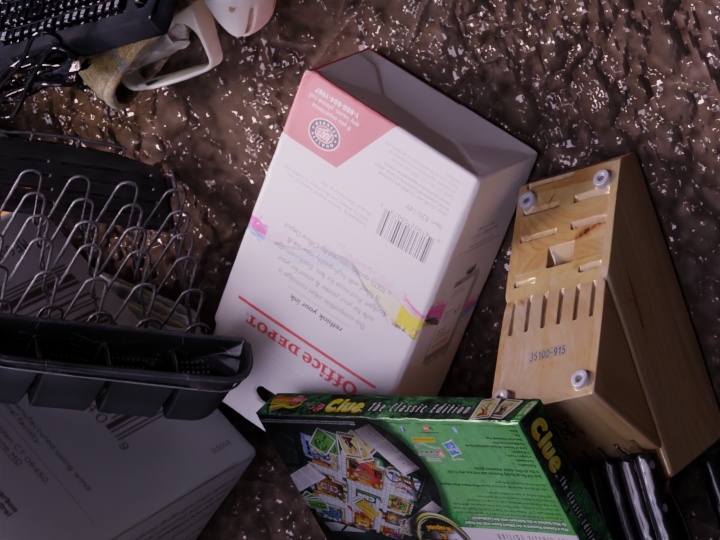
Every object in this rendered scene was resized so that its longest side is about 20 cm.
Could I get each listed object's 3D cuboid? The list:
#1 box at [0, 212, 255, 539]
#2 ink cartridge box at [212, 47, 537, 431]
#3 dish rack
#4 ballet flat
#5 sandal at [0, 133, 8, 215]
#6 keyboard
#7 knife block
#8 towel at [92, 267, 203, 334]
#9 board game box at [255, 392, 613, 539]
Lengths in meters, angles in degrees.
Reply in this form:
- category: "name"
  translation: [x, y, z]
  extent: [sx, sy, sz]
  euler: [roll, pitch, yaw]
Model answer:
- category: "box"
  translation: [-0.210, 0.112, 1.540]
  extent: [0.199, 0.200, 0.172]
  euler: [47, 130, 13]
- category: "ink cartridge box"
  translation: [0.000, 0.000, 1.511]
  extent: [0.116, 0.067, 0.201]
  euler: [33, 120, 20]
- category: "dish rack"
  translation: [-0.149, -0.007, 1.515]
  extent: [0.055, 0.152, 0.201]
  euler: [119, 149, -41]
- category: "ballet flat"
  translation: [-0.084, -0.144, 1.521]
  extent: [0.200, 0.071, 0.071]
  euler: [-31, 88, 41]
- category: "sandal"
  translation: [-0.277, -0.084, 1.648]
  extent: [0.206, 0.059, 0.079]
  euler: [36, 84, 19]
- category: "keyboard"
  translation: [-0.163, -0.143, 1.529]
  extent: [0.199, 0.039, 0.105]
  euler: [-9, 69, 54]
- category: "knife block"
  translation: [0.143, 0.066, 1.455]
  extent: [0.064, 0.175, 0.201]
  euler: [-14, 52, 34]
- category: "towel"
  translation: [-0.168, 0.090, 1.662]
  extent: [0.170, 0.048, 0.201]
  euler: [24, 117, 28]
- category: "board game box"
  translation: [0.038, 0.110, 1.440]
  extent: [0.199, 0.023, 0.105]
  euler: [-1, 122, 49]
